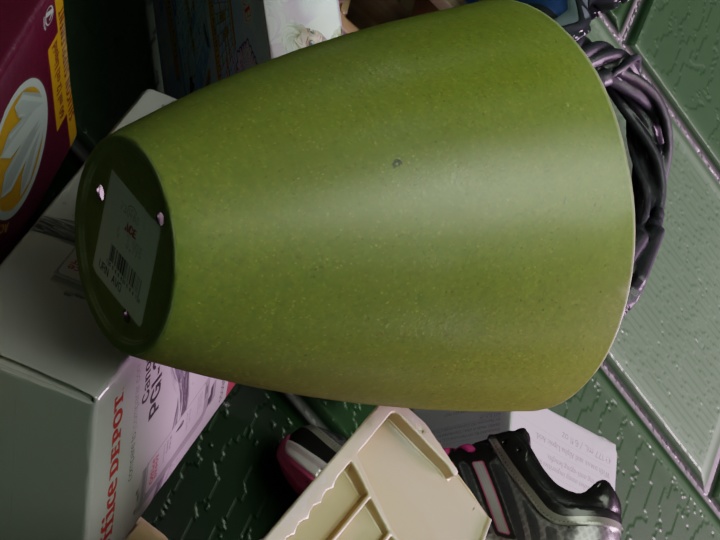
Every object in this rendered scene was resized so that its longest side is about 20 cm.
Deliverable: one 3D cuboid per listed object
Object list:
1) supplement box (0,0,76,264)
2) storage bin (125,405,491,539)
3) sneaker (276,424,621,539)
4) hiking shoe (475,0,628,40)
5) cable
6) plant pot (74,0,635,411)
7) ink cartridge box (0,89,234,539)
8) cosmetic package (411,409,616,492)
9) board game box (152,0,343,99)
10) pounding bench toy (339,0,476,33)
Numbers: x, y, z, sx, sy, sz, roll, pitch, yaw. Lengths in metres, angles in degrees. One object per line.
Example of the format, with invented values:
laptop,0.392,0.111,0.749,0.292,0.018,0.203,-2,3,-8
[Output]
supplement box,-0.206,-0.040,1.138,0.111,0.085,0.201,91,18,-49
storage bin,-0.065,0.166,1.169,0.094,0.200,0.199,54,42,-10
sneaker,0.054,0.119,1.364,0.074,0.199,0.088,81,33,-67
hiking shoe,0.090,-0.163,1.393,0.087,0.074,0.200,59,31,-6
cable,0.140,-0.072,1.635,0.163,0.051,0.201,45,49,-24
plant pot,-0.015,-0.019,1.101,0.199,0.187,0.188,-7,82,-33
ink cartridge box,-0.117,0.035,1.202,0.200,0.082,0.147,-56,163,-44
cosmetic package,0.081,0.182,1.442,0.113,0.081,0.201,28,56,-43
board game box,-0.064,-0.151,1.299,0.041,0.199,0.201,-5,80,-19
pounding bench toy,0.020,-0.128,1.442,0.156,0.124,0.201,41,49,-34
